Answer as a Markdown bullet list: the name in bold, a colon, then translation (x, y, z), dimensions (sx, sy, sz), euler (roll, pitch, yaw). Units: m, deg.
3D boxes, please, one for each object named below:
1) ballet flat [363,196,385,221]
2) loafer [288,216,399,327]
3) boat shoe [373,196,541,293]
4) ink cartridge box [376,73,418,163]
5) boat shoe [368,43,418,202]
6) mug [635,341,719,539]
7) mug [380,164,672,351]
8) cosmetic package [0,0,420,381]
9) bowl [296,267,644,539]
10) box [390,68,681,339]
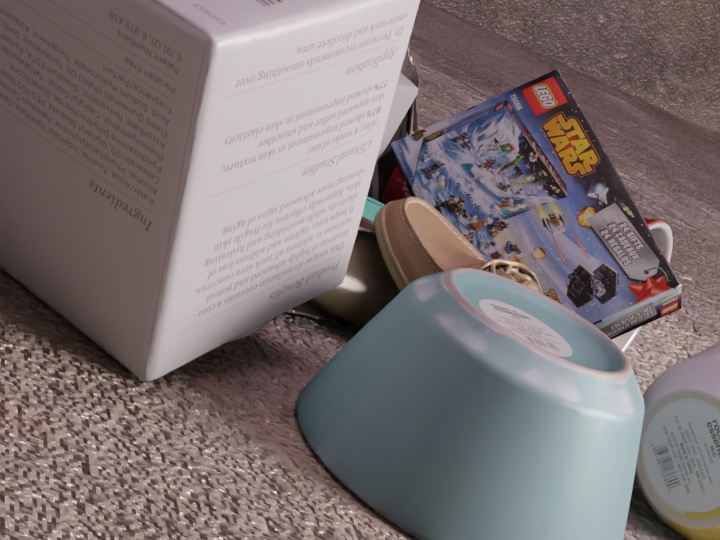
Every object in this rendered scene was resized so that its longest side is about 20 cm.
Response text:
- **ballet flat**: translation (-0.055, -0.031, 1.017), dimensions (0.199, 0.067, 0.071), euler (21, 41, -17)
- **loafer**: translation (0.000, 0.000, 0.958), dimensions (0.069, 0.076, 0.199), euler (32, 16, 33)
- **boat shoe**: translation (0.089, 0.022, 0.926), dimensions (0.200, 0.065, 0.071), euler (50, 36, 11)
- **ink cartridge box**: translation (-0.077, -0.143, 1.016), dimensions (0.145, 0.084, 0.199), euler (45, 24, 29)
- **boat shoe**: translation (0.016, -0.129, 1.134), dimensions (0.057, 0.201, 0.067), euler (-27, 46, -36)
- **mug**: translation (0.259, 0.113, 0.901), dimensions (0.153, 0.150, 0.186), euler (-4, 27, -47)
- **mug**: translation (0.110, -0.021, 1.106), dimensions (0.199, 0.134, 0.177), euler (31, 14, 28)
- **cosmetic package**: translation (-0.096, -0.086, 0.779), dimensions (0.166, 0.201, 0.167), euler (33, 36, 25)
- **bowl**: translation (0.076, 0.072, 0.801), dimensions (0.200, 0.106, 0.201), euler (25, 16, -8)
- **box**: translation (0.120, -0.033, 1.025), dimensions (0.040, 0.136, 0.201), euler (65, 1, -60)
